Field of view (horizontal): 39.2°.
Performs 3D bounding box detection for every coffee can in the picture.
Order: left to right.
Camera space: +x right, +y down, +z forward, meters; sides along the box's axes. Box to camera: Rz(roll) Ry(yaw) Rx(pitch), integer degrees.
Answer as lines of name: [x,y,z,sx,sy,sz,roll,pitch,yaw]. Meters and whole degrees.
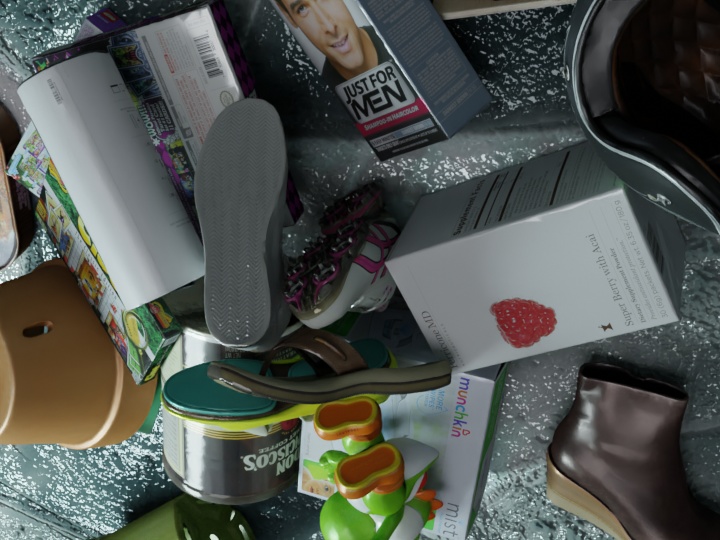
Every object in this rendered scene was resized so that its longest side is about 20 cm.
coffee can: [-0.119,0.101,0.970,0.146,0.146,0.200,13,123,13]

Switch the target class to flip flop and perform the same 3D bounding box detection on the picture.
flip flop: [-0.022,0.071,0.787,0.200,0.081,0.058,-1,88,-20]

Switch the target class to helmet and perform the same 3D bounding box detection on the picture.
helmet: [0.233,-0.130,0.669,0.191,0.200,0.200,54,134,33]

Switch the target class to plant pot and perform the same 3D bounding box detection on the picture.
plant pot: [-0.317,0.087,0.993,0.200,0.140,0.200,6,99,40]
plant pot: [-0.221,0.349,1.154,0.190,0.200,0.200,-41,100,21]

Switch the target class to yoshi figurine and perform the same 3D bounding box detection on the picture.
yoshi figurine: [-0.001,0.196,0.872,0.112,0.112,0.200,18,150,26]

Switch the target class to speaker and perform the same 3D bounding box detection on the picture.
speaker: [-0.195,-0.070,0.818,0.081,0.081,0.200,-22,97,30]

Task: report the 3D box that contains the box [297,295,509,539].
box: [0.042,0.134,0.963,0.176,0.097,0.200,15,123,14]

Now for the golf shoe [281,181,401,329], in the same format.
golf shoe: [0.000,0.000,0.832,0.073,0.200,0.092,-27,106,26]

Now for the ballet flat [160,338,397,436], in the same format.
ballet flat: [-0.066,0.108,0.861,0.200,0.067,0.067,-10,135,-5]

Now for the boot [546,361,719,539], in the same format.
boot: [0.271,0.180,0.915,0.200,0.072,0.166,19,127,13]

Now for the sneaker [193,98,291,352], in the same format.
sneaker: [-0.091,-0.031,0.834,0.074,0.116,0.200,3,80,4]

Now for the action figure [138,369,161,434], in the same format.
action figure: [-0.218,0.068,1.044,0.118,0.055,0.200,36,121,-1]

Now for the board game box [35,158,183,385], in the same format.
board game box: [-0.231,-0.002,0.914,0.200,0.023,0.105,55,141,13]

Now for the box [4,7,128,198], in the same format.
box: [-0.232,-0.123,0.942,0.137,0.039,0.200,39,125,-5]

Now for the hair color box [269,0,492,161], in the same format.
hair color box: [0.003,-0.188,0.778,0.200,0.061,0.099,55,152,-15]

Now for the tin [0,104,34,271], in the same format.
tin: [-0.393,-0.092,1.025,0.112,0.042,0.200,9,123,11]

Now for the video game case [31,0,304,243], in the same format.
video game case: [-0.165,-0.116,0.876,0.181,0.036,0.200,-11,115,23]

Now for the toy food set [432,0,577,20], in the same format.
toy food set: [0.099,-0.283,0.707,0.143,0.060,0.200,-2,119,22]

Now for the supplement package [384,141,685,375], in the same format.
supplement package: [0.144,-0.013,0.818,0.200,0.120,0.121,-18,113,29]
